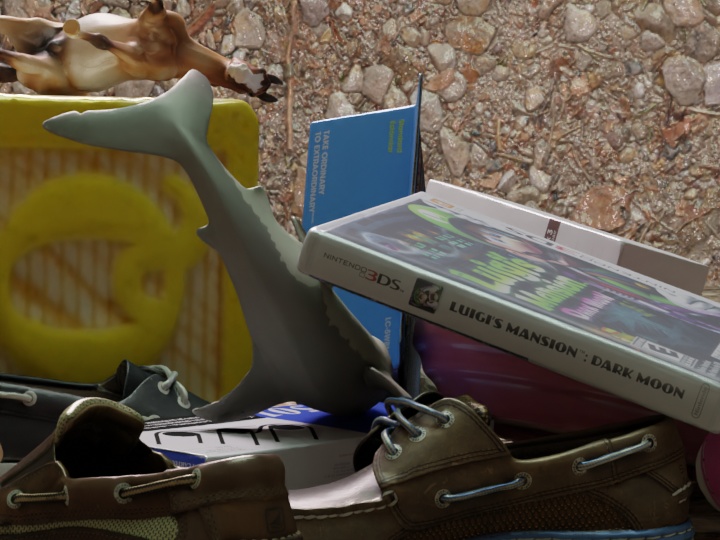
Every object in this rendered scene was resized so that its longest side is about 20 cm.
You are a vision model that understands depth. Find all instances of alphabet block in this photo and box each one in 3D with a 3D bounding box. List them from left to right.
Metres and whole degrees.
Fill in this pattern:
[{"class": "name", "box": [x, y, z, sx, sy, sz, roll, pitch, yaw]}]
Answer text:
[{"class": "alphabet block", "box": [-0.178, 0.001, 1.256, 0.194, 0.198, 0.200, -2, 4, -23]}]

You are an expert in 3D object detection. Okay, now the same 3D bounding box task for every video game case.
[{"class": "video game case", "box": [0.083, 0.012, 0.977, 0.181, 0.023, 0.200, 21, 11, 12]}]

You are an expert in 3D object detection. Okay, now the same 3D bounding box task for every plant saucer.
[{"class": "plant saucer", "box": [0.120, 0.066, 1.125, 0.199, 0.051, 0.201, 13, -8, 2]}]

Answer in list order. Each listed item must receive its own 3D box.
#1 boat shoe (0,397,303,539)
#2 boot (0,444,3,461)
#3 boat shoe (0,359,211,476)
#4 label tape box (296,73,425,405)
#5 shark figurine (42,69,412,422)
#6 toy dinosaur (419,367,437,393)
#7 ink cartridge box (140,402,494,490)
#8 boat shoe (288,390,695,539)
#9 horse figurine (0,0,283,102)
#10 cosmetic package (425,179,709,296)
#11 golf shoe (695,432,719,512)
[{"class": "boat shoe", "box": [-0.093, 0.083, 0.823, 0.202, 0.075, 0.075, 3, 4, 42]}, {"class": "boot", "box": [-0.221, 0.017, 0.990, 0.073, 0.155, 0.200, -23, 25, -3]}, {"class": "boat shoe", "box": [-0.120, 0.075, 1.137, 0.199, 0.061, 0.074, 0, 3, -14]}, {"class": "label tape box", "box": [0.000, 0.000, 1.191, 0.063, 0.145, 0.200, 3, -20, 4]}, {"class": "shark figurine", "box": [-0.049, 0.019, 0.988, 0.089, 0.215, 0.128, -35, 36, 1]}, {"class": "toy dinosaur", "box": [0.031, 0.071, 1.461, 0.088, 0.048, 0.200, 13, 4, 23]}, {"class": "ink cartridge box", "box": [-0.035, 0.090, 1.021, 0.094, 0.044, 0.200, 5, 5, 39]}, {"class": "boat shoe", "box": [0.031, 0.083, 0.874, 0.199, 0.073, 0.072, 0, 2, -16]}, {"class": "horse figurine", "box": [-0.161, -0.127, 1.304, 0.199, 0.050, 0.132, -4, -12, 24]}, {"class": "cosmetic package", "box": [0.112, 0.020, 1.420, 0.081, 0.113, 0.200, 15, 2, -38]}, {"class": "golf shoe", "box": [0.213, 0.089, 1.031, 0.199, 0.076, 0.091, -5, -18, -40]}]
